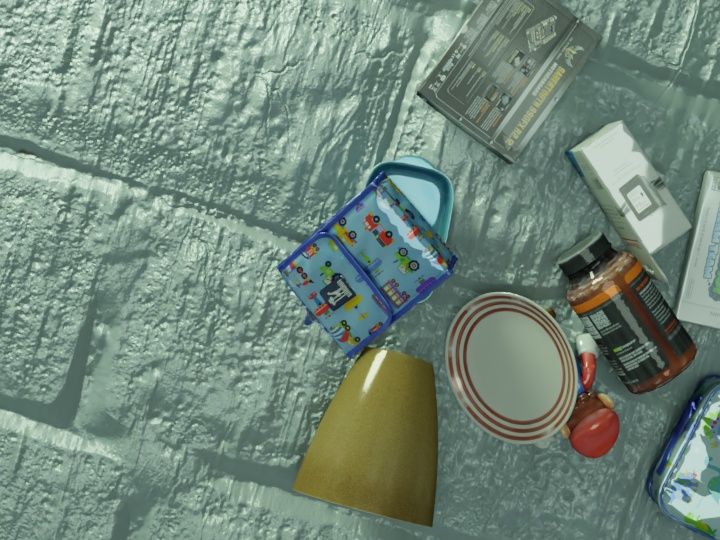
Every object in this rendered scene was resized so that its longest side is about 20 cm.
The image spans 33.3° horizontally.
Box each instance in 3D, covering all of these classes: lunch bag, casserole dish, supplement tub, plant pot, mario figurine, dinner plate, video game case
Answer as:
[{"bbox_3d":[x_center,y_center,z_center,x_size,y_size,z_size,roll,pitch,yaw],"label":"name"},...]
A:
[{"bbox_3d":[0.477,0.248,1.575,0.160,0.082,0.202,26,94,-2],"label":"lunch bag"},{"bbox_3d":[0.053,-0.050,1.580,0.120,0.039,0.202,11,93,0],"label":"casserole dish"},{"bbox_3d":[0.338,0.051,1.550,0.106,0.107,0.201,-34,93,3],"label":"supplement tub"},{"bbox_3d":[0.027,0.207,1.541,0.184,0.186,0.202,15,82,-1],"label":"plant pot"},{"bbox_3d":[0.267,0.155,1.587,0.123,0.106,0.201,-36,81,39],"label":"mario figurine"},{"bbox_3d":[0.196,0.124,1.553,0.199,0.024,0.202,13,111,36],"label":"dinner plate"},{"bbox_3d":[0.000,0.000,1.533,0.200,0.094,0.151,-41,94,16],"label":"lunch bag"},{"bbox_3d":[0.520,-0.014,1.584,0.180,0.024,0.202,12,94,-1],"label":"video game case"}]

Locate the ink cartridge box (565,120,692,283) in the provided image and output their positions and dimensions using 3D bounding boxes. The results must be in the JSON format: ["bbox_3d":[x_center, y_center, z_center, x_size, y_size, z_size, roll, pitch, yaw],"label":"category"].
[{"bbox_3d":[0.350,-0.088,1.535,0.066,0.116,0.201,-34,94,2],"label":"ink cartridge box"}]

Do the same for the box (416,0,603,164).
[{"bbox_3d":[0.191,-0.265,1.557,0.158,0.048,0.201,35,94,-3],"label":"box"}]
